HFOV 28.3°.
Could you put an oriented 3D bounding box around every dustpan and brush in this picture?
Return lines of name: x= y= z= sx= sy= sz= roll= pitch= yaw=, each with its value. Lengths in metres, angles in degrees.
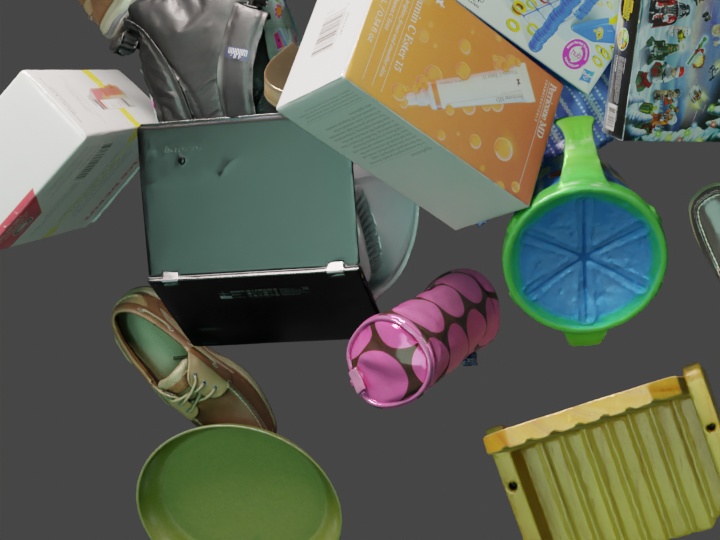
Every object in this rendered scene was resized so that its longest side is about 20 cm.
dustpan and brush: x=0.000 y=0.000 z=1.314 sx=0.139 sy=0.057 sz=0.201 roll=-12 pitch=97 yaw=14

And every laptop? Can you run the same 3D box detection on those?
laptop: x=-0.083 y=-0.030 z=1.250 sx=0.186 sy=0.200 sz=0.116 roll=-3 pitch=60 yaw=12

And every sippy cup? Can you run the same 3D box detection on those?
sippy cup: x=0.186 y=-0.036 z=1.222 sx=0.139 sy=0.130 sz=0.178 roll=28 pitch=115 yaw=-12

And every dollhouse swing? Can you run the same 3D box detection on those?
dollhouse swing: x=0.221 y=0.181 z=1.239 sx=0.199 sy=0.176 sz=0.182 roll=-19 pitch=95 yaw=14

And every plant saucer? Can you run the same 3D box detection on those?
plant saucer: x=-0.114 y=0.221 z=1.368 sx=0.199 sy=0.031 sz=0.201 roll=4 pitch=120 yaw=7

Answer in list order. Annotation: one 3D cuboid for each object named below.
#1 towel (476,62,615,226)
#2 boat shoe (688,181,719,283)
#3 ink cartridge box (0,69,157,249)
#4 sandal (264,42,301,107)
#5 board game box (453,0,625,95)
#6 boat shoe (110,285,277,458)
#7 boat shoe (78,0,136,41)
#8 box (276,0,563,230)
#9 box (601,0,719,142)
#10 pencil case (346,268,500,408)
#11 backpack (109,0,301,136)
towel: x=0.147 y=-0.149 z=1.275 sx=0.200 sy=0.024 sz=0.145 roll=-34 pitch=91 yaw=16
boat shoe: x=0.354 y=0.013 z=1.236 sx=0.072 sy=0.066 sz=0.201 roll=-31 pitch=92 yaw=16
ink cartridge box: x=-0.274 y=-0.103 z=1.285 sx=0.083 sy=0.200 sz=0.145 roll=45 pitch=106 yaw=5
sandal: x=-0.007 y=-0.182 z=1.249 sx=0.078 sy=0.212 sz=0.070 roll=33 pitch=142 yaw=25
board game box: x=0.160 y=-0.281 z=1.172 sx=0.200 sy=0.056 sz=0.196 roll=30 pitch=97 yaw=-25
boat shoe: x=-0.167 y=0.103 z=1.362 sx=0.200 sy=0.074 sz=0.076 roll=44 pitch=106 yaw=2
boat shoe: x=-0.191 y=-0.304 z=1.297 sx=0.072 sy=0.076 sz=0.200 roll=41 pitch=104 yaw=5
box: x=0.051 y=-0.141 z=1.160 sx=0.200 sy=0.097 sz=0.125 roll=32 pitch=63 yaw=-28
box: x=0.281 y=-0.207 z=1.185 sx=0.136 sy=0.040 sz=0.201 roll=-2 pitch=108 yaw=-19
pencil case: x=0.054 y=0.060 z=1.241 sx=0.093 sy=0.200 sz=0.091 roll=-20 pitch=91 yaw=25
backpack: x=-0.112 y=-0.158 z=1.276 sx=0.166 sy=0.126 sz=0.201 roll=-12 pitch=96 yaw=31
